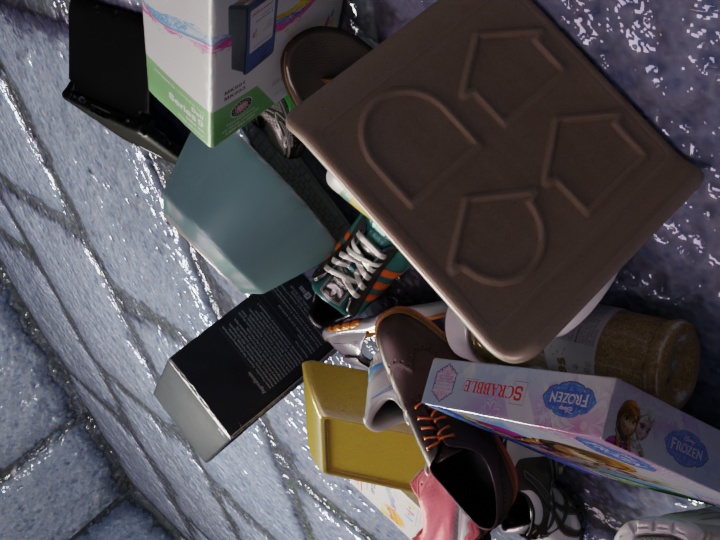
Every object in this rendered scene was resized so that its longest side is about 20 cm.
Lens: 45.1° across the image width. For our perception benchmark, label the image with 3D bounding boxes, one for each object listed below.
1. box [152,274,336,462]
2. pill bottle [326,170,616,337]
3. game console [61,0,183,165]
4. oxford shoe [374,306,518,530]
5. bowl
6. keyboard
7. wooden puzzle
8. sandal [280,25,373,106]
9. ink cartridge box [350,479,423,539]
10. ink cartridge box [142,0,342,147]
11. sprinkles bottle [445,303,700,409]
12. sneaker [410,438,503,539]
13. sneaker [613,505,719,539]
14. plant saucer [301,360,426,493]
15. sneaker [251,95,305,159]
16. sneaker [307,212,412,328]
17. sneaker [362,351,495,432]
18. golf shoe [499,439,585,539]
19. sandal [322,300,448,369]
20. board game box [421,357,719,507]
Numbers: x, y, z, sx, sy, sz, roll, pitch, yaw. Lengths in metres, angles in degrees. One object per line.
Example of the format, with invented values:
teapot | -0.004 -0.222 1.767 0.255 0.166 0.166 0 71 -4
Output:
box | -0.142 0.122 1.096 0.124 0.196 0.200 49 153 3
pill bottle | 0.083 -0.047 0.610 0.199 0.114 0.113 38 153 -4
game console | -0.276 -0.227 1.076 0.198 0.118 0.175 27 175 40
oxford shoe | 0.072 0.122 0.731 0.202 0.071 0.072 58 -164 2
bowl | -0.126 -0.053 0.888 0.201 0.105 0.201 44 175 5
keyboard | -0.067 -0.098 0.914 0.201 0.011 0.056 53 153 -2
wooden puzzle | 0.080 -0.068 0.527 0.200 0.185 0.046 46 158 11
sandal | 0.015 -0.106 0.690 0.202 0.081 0.054 57 167 -18
ink cartridge box | 0.049 0.266 1.114 0.199 0.068 0.116 39 151 25
ink cartridge box | -0.085 -0.213 0.651 0.087 0.145 0.201 42 152 15
sprinkles bottle | 0.157 0.054 0.673 0.198 0.068 0.069 11 134 48
sneaker | 0.091 0.203 0.868 0.085 0.074 0.205 8 97 22
sneaker | 0.300 0.213 0.661 0.197 0.099 0.080 2 93 32
plant saucer | 0.027 0.190 0.970 0.196 0.049 0.202 10 142 7
sneaker | -0.126 -0.176 0.828 0.200 0.085 0.078 45 153 11
sneaker | 0.000 0.000 0.846 0.071 0.080 0.201 43 148 9
sneaker | 0.084 0.114 0.799 0.198 0.088 0.075 -19 125 36
golf shoe | 0.167 0.235 0.866 0.077 0.094 0.202 19 141 44
sandal | 0.025 0.075 0.893 0.206 0.078 0.061 -21 78 61
board game box | 0.178 0.123 0.649 0.198 0.042 0.198 26 166 -26
